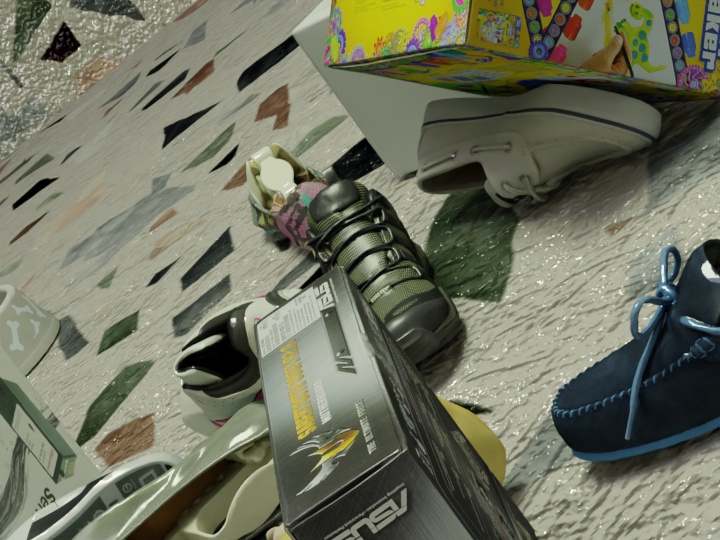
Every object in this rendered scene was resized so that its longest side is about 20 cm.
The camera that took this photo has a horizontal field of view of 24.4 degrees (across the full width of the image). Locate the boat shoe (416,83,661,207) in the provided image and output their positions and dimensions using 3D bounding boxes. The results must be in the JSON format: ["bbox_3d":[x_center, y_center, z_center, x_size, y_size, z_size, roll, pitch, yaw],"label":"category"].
[{"bbox_3d":[0.107,-0.073,1.064,0.199,0.071,0.070,3,75,49],"label":"boat shoe"}]

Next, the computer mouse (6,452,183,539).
[{"bbox_3d":[-0.174,0.175,0.946,0.200,0.110,0.044,-33,15,-17],"label":"computer mouse"}]

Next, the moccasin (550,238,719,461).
[{"bbox_3d":[0.164,0.012,0.724,0.200,0.068,0.081,-32,19,19],"label":"moccasin"}]

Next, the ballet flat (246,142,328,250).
[{"bbox_3d":[-0.057,-0.063,1.326,0.069,0.071,0.200,-40,18,-5],"label":"ballet flat"}]

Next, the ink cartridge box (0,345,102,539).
[{"bbox_3d":[-0.245,0.124,1.019,0.084,0.200,0.146,-29,20,16],"label":"ink cartridge box"}]

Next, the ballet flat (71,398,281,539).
[{"bbox_3d":[-0.101,0.147,0.908,0.200,0.067,0.064,-42,27,-10],"label":"ballet flat"}]

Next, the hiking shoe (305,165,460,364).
[{"bbox_3d":[0.000,0.000,1.013,0.076,0.101,0.200,-36,18,5],"label":"hiking shoe"}]

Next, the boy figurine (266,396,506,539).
[{"bbox_3d":[-0.018,0.137,0.778,0.200,0.064,0.124,-39,15,8],"label":"boy figurine"}]

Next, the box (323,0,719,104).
[{"bbox_3d":[0.108,-0.176,1.052,0.200,0.192,0.123,6,88,64],"label":"box"}]

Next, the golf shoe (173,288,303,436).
[{"bbox_3d":[-0.075,0.053,0.988,0.200,0.092,0.073,-37,56,56],"label":"golf shoe"}]

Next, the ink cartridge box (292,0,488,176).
[{"bbox_3d":[0.081,-0.199,1.276,0.145,0.145,0.200,-17,27,49],"label":"ink cartridge box"}]

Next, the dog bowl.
[{"bbox_3d":[-0.383,0.091,1.591,0.200,0.059,0.200,-34,19,13],"label":"dog bowl"}]

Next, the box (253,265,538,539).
[{"bbox_3d":[0.027,0.099,0.629,0.048,0.159,0.200,-34,19,5],"label":"box"}]
